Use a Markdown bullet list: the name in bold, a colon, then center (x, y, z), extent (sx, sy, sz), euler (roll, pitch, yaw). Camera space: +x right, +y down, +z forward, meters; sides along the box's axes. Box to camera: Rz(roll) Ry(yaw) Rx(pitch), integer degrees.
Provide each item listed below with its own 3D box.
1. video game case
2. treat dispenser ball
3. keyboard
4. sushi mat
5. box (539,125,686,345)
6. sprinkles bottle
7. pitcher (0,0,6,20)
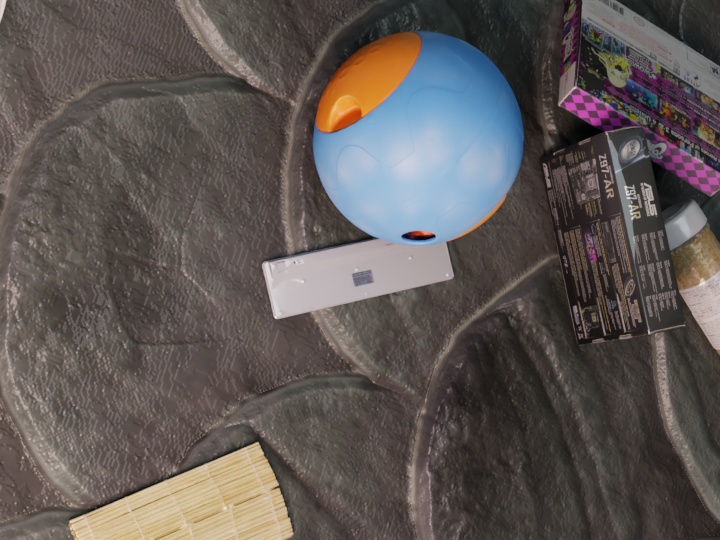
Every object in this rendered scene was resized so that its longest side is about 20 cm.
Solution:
- **video game case**: center (0.295, -0.191, 1.764), extent (0.199, 0.036, 0.182), euler (28, 43, -18)
- **treat dispenser ball**: center (0.054, -0.124, 1.604), extent (0.199, 0.201, 0.203), euler (3, 82, -23)
- **keyboard**: center (0.000, 0.000, 1.671), extent (0.199, 0.011, 0.057), euler (-12, 93, -24)
- **sushi mat**: center (-0.162, 0.237, 1.567), extent (0.199, 0.012, 0.096), euler (-20, 90, -25)
- **box**: center (0.248, -0.031, 1.698), extent (0.043, 0.160, 0.202), euler (-11, 87, -19)
- **sprinkles bottle**: center (0.375, 0.024, 1.797), extent (0.068, 0.068, 0.201), euler (-37, 98, -23)
- **pitcher**: center (-0.365, -0.171, 1.429), extent (0.120, 0.200, 0.173), euler (18, 77, -20)
